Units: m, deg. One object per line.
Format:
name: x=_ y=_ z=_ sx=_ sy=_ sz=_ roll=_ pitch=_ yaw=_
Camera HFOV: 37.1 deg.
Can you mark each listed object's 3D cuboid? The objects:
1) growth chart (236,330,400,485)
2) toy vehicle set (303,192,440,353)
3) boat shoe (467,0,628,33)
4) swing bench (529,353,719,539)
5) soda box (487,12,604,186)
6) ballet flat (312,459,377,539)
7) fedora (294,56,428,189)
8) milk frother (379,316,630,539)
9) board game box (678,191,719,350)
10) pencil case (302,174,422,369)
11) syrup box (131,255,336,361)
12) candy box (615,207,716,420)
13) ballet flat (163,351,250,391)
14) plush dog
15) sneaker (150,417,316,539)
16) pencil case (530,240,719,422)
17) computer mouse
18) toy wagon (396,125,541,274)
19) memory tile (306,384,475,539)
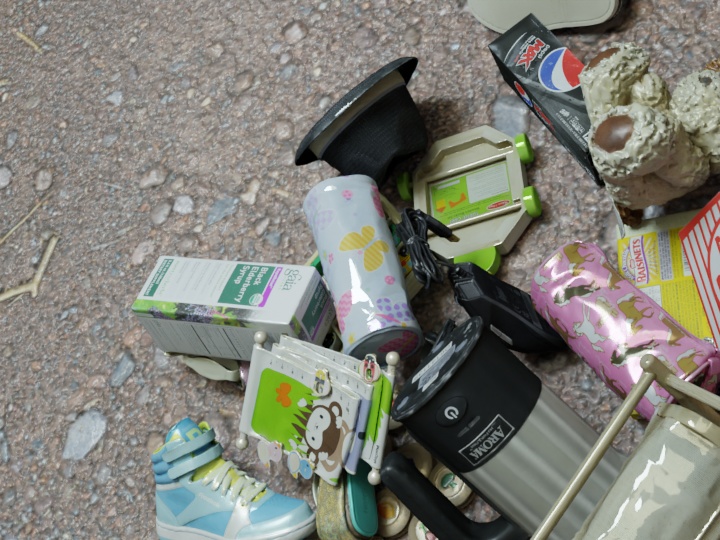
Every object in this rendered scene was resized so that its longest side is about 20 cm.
growth chart: x=-0.045 y=0.136 z=1.042 sx=0.199 sy=0.018 sz=0.146 roll=8 pitch=96 yaw=39
toy vehicle set: x=-0.015 y=0.024 z=1.177 sx=0.200 sy=0.026 sz=0.124 roll=-49 pitch=51 yaw=13
boat shoe: x=0.218 y=-0.314 z=1.247 sx=0.199 sy=0.073 sz=0.063 roll=11 pitch=27 yaw=39
swing bench: x=0.259 y=0.212 z=0.848 sx=0.199 sy=0.200 sz=0.130 roll=-53 pitch=38 yaw=-7
soda box: x=0.219 y=-0.187 z=1.155 sx=0.063 sy=0.071 sz=0.200 roll=-36 pitch=53 yaw=3
ballet flat: x=-0.019 y=0.179 z=1.081 sx=0.070 sy=0.071 sz=0.201 roll=-13 pitch=58 yaw=23
fedora: x=0.018 y=-0.150 z=1.202 sx=0.200 sy=0.201 sz=0.092 roll=-41 pitch=89 yaw=4
milk frother: x=0.127 y=0.141 z=0.988 sx=0.180 sy=0.188 sz=0.200 roll=-43 pitch=7 yaw=36
board game box: x=0.351 y=0.019 z=0.907 sx=0.046 sy=0.152 sz=0.201 roll=-3 pitch=64 yaw=-16
pencil case: x=0.000 y=0.000 z=1.100 sx=0.082 sy=0.091 sz=0.201 roll=-8 pitch=59 yaw=-15
syrup box: x=-0.134 y=0.042 z=1.152 sx=0.199 sy=0.082 sz=0.079 roll=4 pitch=51 yaw=26
candy box: x=0.299 y=0.038 z=1.016 sx=0.102 sy=0.026 sz=0.201 roll=-12 pitch=59 yaw=28
ballet flat: x=-0.182 y=0.084 z=1.233 sx=0.199 sy=0.070 sz=0.071 roll=24 pitch=35 yaw=33
plush dog: x=0.306 y=-0.125 z=0.994 sx=0.171 sy=0.161 sz=0.201 roll=-17 pitch=31 yaw=18
sneaker: x=-0.140 y=0.216 z=1.102 sx=0.199 sy=0.079 sz=0.132 roll=-5 pitch=99 yaw=29
pencil case: x=0.238 y=0.054 z=0.976 sx=0.086 sy=0.083 sz=0.200 roll=-28 pitch=47 yaw=-16
computer mouse: x=0.110 y=0.016 z=1.058 sx=0.046 sy=0.199 sz=0.141 roll=-51 pitch=29 yaw=21
toy wagon: x=0.119 y=-0.062 z=1.166 sx=0.154 sy=0.040 sz=0.201 roll=-16 pitch=58 yaw=22
memory tile: x=0.040 y=0.219 z=1.073 sx=0.153 sy=0.017 sz=0.201 roll=16 pitch=74 yaw=35
